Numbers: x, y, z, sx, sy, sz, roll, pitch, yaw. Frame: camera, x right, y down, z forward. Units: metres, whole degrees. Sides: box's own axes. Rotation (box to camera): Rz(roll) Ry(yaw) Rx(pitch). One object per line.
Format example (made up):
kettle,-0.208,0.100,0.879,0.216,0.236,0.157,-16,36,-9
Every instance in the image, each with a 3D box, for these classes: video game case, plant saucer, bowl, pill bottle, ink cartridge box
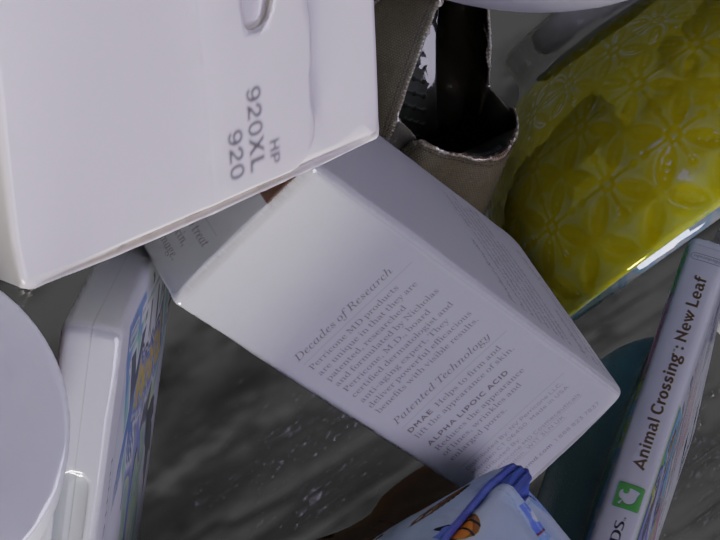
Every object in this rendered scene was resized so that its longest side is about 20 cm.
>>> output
video game case,-0.091,0.081,0.895,0.200,0.022,0.183,-86,-175,-77
plant saucer,0.093,0.122,1.158,0.200,0.027,0.200,17,90,-79
bowl,0.122,-0.067,1.093,0.200,0.200,0.108,-32,84,-37
pill bottle,-0.146,0.053,0.765,0.109,0.200,0.110,2,82,-15
ink cartridge box,-0.114,-0.105,0.751,0.145,0.200,0.147,-27,124,-40
video game case,0.121,0.108,1.152,0.200,0.022,0.182,87,22,-63

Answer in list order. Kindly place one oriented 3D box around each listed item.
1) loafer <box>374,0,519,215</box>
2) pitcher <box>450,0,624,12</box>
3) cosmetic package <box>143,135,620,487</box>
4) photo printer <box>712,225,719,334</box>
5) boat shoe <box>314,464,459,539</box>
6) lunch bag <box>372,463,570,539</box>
loafer,0.021,-0.042,1.032,0.075,0.070,0.200,-29,125,-39
pitcher,0.028,-0.175,0.905,0.121,0.200,0.172,-79,168,-77
cosmetic package,0.000,0.000,0.942,0.074,0.102,0.200,-45,134,12
photo printer,0.261,-0.005,1.322,0.200,0.069,0.167,36,77,-50
boat shoe,0.006,0.144,1.088,0.200,0.070,0.070,-23,120,-42
lunch bag,-0.011,0.154,0.906,0.076,0.160,0.200,56,35,-2
